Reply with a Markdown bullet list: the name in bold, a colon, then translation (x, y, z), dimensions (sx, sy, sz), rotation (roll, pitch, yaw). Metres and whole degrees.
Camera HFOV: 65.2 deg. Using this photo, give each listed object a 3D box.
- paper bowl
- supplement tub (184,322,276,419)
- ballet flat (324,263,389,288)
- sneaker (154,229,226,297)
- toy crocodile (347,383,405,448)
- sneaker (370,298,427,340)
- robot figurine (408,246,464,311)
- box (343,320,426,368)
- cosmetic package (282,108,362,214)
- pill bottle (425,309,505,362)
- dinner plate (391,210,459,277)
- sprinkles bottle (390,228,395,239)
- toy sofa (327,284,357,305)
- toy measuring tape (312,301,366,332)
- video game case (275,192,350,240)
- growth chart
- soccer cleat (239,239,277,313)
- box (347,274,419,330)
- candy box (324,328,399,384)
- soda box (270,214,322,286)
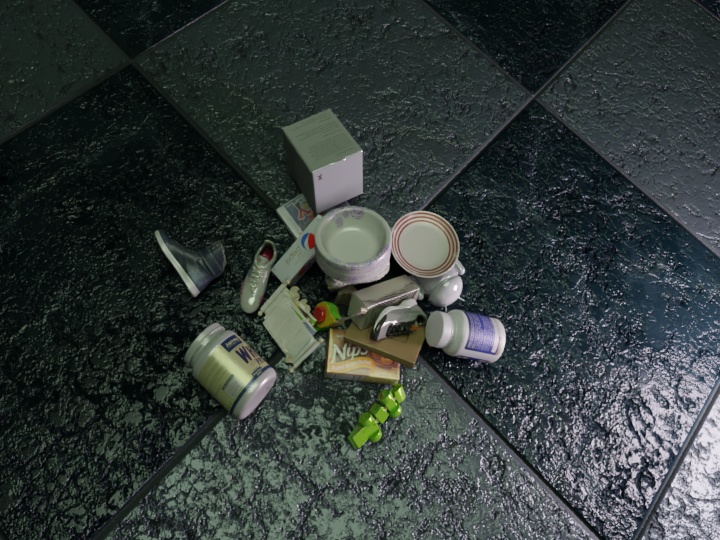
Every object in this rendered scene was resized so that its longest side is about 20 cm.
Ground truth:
- **paper bowl**: translation (-0.020, -0.055, 1.417), dimensions (0.192, 0.106, 0.206), rotation (1, 52, -1)
- **supplement tub**: translation (-0.317, 0.242, 1.370), dimensions (0.198, 0.146, 0.145), rotation (40, 66, 8)
- **ballet flat**: translation (0.000, 0.000, 1.487), dimensions (0.194, 0.072, 0.074), rotation (-19, 70, -21)
- **sneaker**: translation (-0.446, -0.055, 1.507), dimensions (0.145, 0.077, 0.204), rotation (-38, 87, -11)
- **toy crocodile**: translation (0.043, 0.366, 1.429), dimensions (0.200, 0.061, 0.068), rotation (-45, 115, -18)
- **sneaker**: translation (0.100, 0.134, 1.451), dimensions (0.197, 0.076, 0.079), rotation (-22, 50, -42)
- **robot figurine**: translation (0.212, 0.015, 1.580), dimensions (0.166, 0.114, 0.204), rotation (-29, 74, -11)
- **box**: translation (0.070, 0.167, 1.479), dimensions (0.194, 0.022, 0.164), rotation (21, 34, 11)
- **cosmetic package**: translation (-0.107, -0.314, 1.614), dimensions (0.163, 0.169, 0.202), rotation (-24, 58, -16)
- **pill bottle**: translation (0.275, 0.170, 1.492), dimensions (0.194, 0.119, 0.124), rotation (14, 63, -25)
- **dinner plate**: translation (0.174, -0.070, 1.536), dimensions (0.192, 0.024, 0.207), rotation (3, 65, -6)
- **sprinkles bottle**: translation (0.076, -0.083, 1.574), dimensions (0.196, 0.068, 0.070), rotation (-2, 61, -47)
- **toy sofa**: translation (-0.040, -0.012, 1.563), dimensions (0.094, 0.083, 0.207), rotation (11, 65, -8)
- **toy measuring tape**: translation (-0.065, 0.105, 1.464), dimensions (0.072, 0.196, 0.076), rotation (26, 52, -39)
- **video game case**: translation (-0.120, -0.155, 1.646), dimensions (0.197, 0.023, 0.184), rotation (-34, 76, -22)
- **growth chart**: translation (-0.181, 0.140, 1.471), dimensions (0.143, 0.018, 0.203), rotation (-37, 77, 8)
- **soccer cleat**: translation (-0.277, 0.010, 1.511), dimensions (0.067, 0.087, 0.206), rotation (16, 65, -2)
- **box**: translation (0.063, 0.082, 1.504), dimensions (0.195, 0.084, 0.068), rotation (-19, 48, -36)
- **candy box**: translation (0.005, 0.227, 1.482), dimensions (0.192, 0.056, 0.120), rotation (7, 63, -7)
- **soda box**: translation (-0.150, -0.051, 1.524), dimensions (0.064, 0.068, 0.201), rotation (43, 95, 11)
